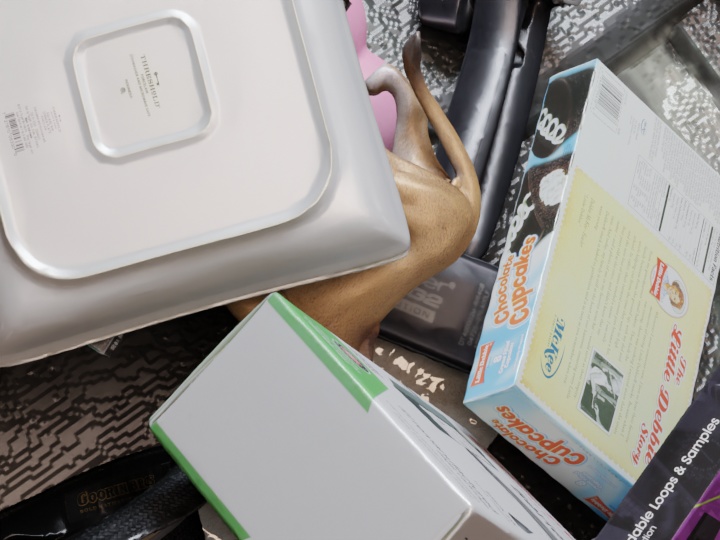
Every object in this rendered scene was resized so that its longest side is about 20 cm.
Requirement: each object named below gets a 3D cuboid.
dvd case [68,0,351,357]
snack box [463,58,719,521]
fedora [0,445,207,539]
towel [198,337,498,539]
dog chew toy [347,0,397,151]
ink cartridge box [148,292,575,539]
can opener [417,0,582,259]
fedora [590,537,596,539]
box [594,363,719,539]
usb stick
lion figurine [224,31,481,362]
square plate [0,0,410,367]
[{"bbox_3d":[-0.118,-0.083,1.109,0.146,0.022,0.201,34,87,4],"label":"dvd case"},{"bbox_3d":[0.120,0.010,1.184,0.116,0.037,0.201,40,50,-29],"label":"snack box"},{"bbox_3d":[-0.134,0.157,1.091,0.200,0.200,0.092,-28,98,-15],"label":"fedora"},{"bbox_3d":[-0.009,0.077,1.201,0.132,0.034,0.200,37,73,0],"label":"towel"},{"bbox_3d":[-0.055,-0.118,1.194,0.125,0.124,0.200,-44,96,-17],"label":"dog chew toy"},{"bbox_3d":[0.021,0.112,1.051,0.084,0.200,0.146,-47,56,4],"label":"ink cartridge box"},{"bbox_3d":[0.067,-0.097,1.244,0.063,0.078,0.202,32,61,-50],"label":"can opener"},{"bbox_3d":[0.136,0.218,1.166,0.176,0.090,0.201,21,81,-4],"label":"fedora"},{"bbox_3d":[0.149,0.135,1.062,0.036,0.143,0.200,27,71,36],"label":"box"},{"bbox_3d":[0.000,0.000,1.184,0.199,0.033,0.056,22,84,-4],"label":"usb stick"},{"bbox_3d":[-0.003,0.000,1.125,0.122,0.072,0.200,45,105,6],"label":"lion figurine"},{"bbox_3d":[-0.096,-0.078,1.084,0.197,0.028,0.202,-15,84,-1],"label":"square plate"}]
